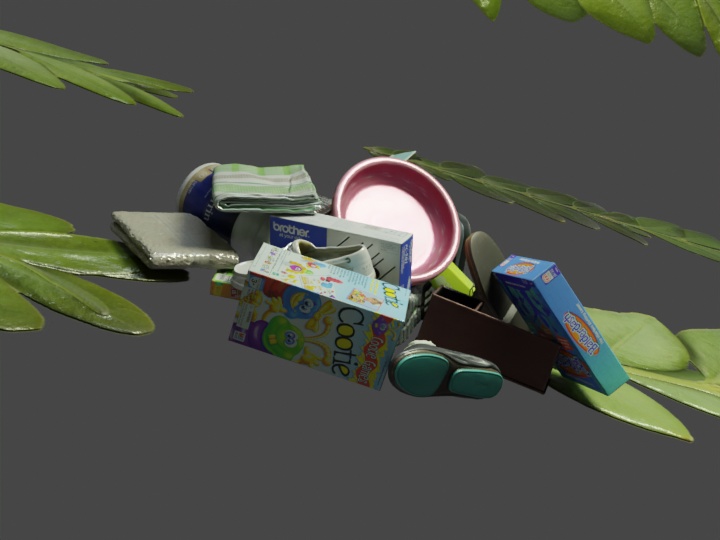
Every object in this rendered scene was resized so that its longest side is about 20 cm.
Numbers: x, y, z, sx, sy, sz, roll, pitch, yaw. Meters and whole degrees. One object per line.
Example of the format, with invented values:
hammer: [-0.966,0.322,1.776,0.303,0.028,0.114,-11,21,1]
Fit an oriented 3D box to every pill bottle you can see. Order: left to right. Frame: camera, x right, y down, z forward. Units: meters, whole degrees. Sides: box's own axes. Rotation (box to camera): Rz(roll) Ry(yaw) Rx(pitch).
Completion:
pill bottle: [-0.178,-0.078,1.707,0.200,0.116,0.116,29,19,34]

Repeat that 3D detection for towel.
towel: [-0.269,-0.041,1.600,0.132,0.035,0.200,-1,21,-29]
towel: [-0.139,-0.124,1.612,0.149,0.031,0.200,1,20,-9]

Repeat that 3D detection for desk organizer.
desk organizer: [0.187,0.096,1.607,0.199,0.077,0.072,22,16,11]

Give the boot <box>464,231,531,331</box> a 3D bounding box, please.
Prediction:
boot: [0.185,0.031,1.675,0.075,0.200,0.074,3,38,44]

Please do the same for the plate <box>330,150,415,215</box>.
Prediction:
plate: [0.010,-0.138,1.856,0.026,0.200,0.200,48,16,-4]

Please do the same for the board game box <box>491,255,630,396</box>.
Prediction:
board game box: [0.279,0.074,1.581,0.200,0.045,0.152,54,-9,-12]

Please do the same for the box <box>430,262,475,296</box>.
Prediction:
box: [0.113,-0.011,1.775,0.200,0.048,0.122,44,8,-13]

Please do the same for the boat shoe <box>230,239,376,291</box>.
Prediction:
boat shoe: [-0.080,-0.011,1.486,0.199,0.070,0.071,-3,29,14]

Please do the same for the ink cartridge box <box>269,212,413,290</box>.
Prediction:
ink cartridge box: [-0.028,-0.020,1.533,0.199,0.094,0.044,13,27,23]

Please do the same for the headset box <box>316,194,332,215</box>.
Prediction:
headset box: [-0.133,-0.091,1.874,0.148,0.075,0.200,21,15,9]

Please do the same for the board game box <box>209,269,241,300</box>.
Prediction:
board game box: [-0.104,0.029,1.565,0.199,0.030,0.096,9,16,-1]

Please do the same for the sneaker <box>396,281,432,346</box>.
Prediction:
sneaker: [0.022,0.054,1.606,0.115,0.075,0.200,9,13,20]

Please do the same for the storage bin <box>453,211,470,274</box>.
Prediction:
storage bin: [0.077,-0.067,1.947,0.134,0.146,0.200,-5,26,-33]

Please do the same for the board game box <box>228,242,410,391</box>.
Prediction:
board game box: [-0.050,0.057,1.412,0.199,0.103,0.105,18,22,0]

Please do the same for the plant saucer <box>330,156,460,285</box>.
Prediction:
plant saucer: [0.047,-0.067,1.634,0.200,0.201,0.051,13,-27,-18]

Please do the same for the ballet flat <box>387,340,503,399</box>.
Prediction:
ballet flat: [0.096,0.125,1.428,0.200,0.073,0.073,13,15,-40]
